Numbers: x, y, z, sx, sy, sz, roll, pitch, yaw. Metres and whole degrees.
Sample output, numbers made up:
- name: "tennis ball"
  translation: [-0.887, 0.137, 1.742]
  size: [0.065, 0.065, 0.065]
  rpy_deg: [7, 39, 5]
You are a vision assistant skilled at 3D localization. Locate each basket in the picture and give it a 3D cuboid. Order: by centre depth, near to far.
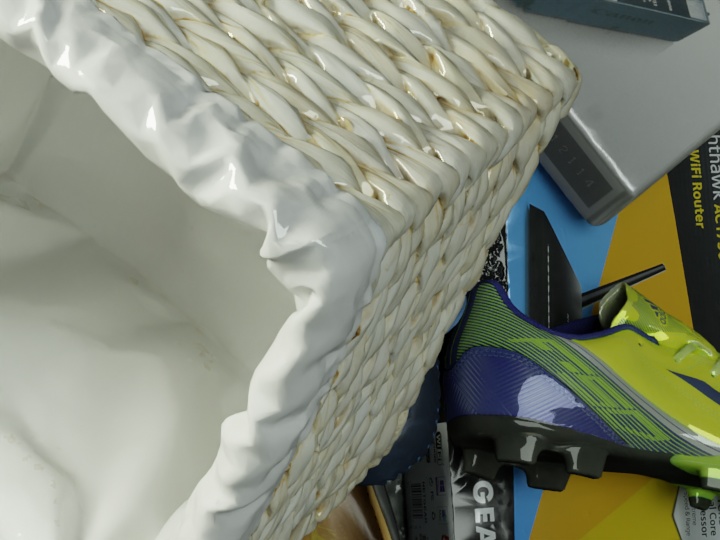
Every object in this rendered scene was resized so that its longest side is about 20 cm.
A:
- name: "basket"
  translation: [-0.069, -0.018, 0.664]
  size: [0.200, 0.199, 0.161]
  rpy_deg: [38, 40, 14]

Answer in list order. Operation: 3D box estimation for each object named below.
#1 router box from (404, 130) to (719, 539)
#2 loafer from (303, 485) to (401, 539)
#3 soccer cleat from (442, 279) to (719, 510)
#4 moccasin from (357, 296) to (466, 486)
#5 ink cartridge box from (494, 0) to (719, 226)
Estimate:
- name: "router box"
  translation: [0.088, 0.027, 0.937]
  size: [0.148, 0.051, 0.202]
  rpy_deg: [-2, 85, -23]
- name: "loafer"
  translation: [-0.031, 0.054, 0.873]
  size: [0.073, 0.072, 0.201]
  rpy_deg: [-31, 97, -21]
- name: "soccer cleat"
  translation: [0.124, 0.047, 0.888]
  size: [0.199, 0.065, 0.084]
  rpy_deg: [10, 73, -24]
- name: "moccasin"
  translation: [0.000, 0.000, 0.842]
  size: [0.080, 0.201, 0.068]
  rpy_deg: [-25, 136, 15]
- name: "ink cartridge box"
  translation: [0.097, -0.147, 0.930]
  size: [0.176, 0.045, 0.200]
  rpy_deg: [-38, 88, -28]
